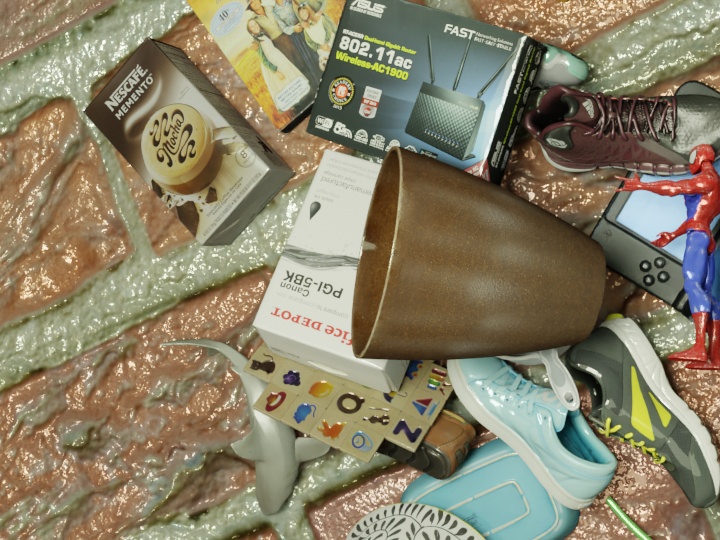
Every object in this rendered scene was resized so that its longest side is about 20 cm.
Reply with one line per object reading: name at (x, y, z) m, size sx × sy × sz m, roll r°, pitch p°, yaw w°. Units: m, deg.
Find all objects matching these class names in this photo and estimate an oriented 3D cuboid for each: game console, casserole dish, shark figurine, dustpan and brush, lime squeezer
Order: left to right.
shark figurine at (-0.118, 0.152, 1.264) m, size 0.128 × 0.089 × 0.216 m, roll -26°, pitch 88°, yaw 41°
casserole dish at (0.126, 0.244, 1.233) m, size 0.199 × 0.039 × 0.122 m, roll -28°, pitch 82°, yaw 16°
dustpan and brush at (0.172, 0.060, 1.156) m, size 0.139 × 0.057 × 0.201 m, roll -34°, pitch 51°, yaw 14°
lime squeezer at (0.328, 0.275, 1.170) m, size 0.198 × 0.038 × 0.071 m, roll 11°, pitch 94°, yaw 18°
game console at (0.323, -0.059, 1.127) m, size 0.170 × 0.118 × 0.201 m, roll 32°, pitch 99°, yaw 14°

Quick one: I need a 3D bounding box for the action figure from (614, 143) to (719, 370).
action figure at (0.279, -0.016, 1.093) m, size 0.098 × 0.065 × 0.202 m, roll 1°, pitch 76°, yaw 35°

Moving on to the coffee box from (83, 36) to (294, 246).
coffee box at (-0.183, -0.136, 1.301) m, size 0.113 × 0.080 × 0.200 m, roll -46°, pitch 78°, yaw 13°

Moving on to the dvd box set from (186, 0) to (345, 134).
dvd box set at (-0.085, -0.269, 1.296) m, size 0.146 × 0.029 × 0.201 m, roll -37°, pitch 81°, yaw 14°

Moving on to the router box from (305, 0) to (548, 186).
router box at (0.060, -0.173, 1.168) m, size 0.199 × 0.062 × 0.151 m, roll 21°, pitch 98°, yaw 25°

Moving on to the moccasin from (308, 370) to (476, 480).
moccasin at (0.022, 0.139, 1.242) m, size 0.200 × 0.078 × 0.074 m, roll 18°, pitch 134°, yaw 26°

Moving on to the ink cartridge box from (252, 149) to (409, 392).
ink cartridge box at (0.000, 0.000, 1.211) m, size 0.146 × 0.083 × 0.201 m, roll 17°, pitch 73°, yaw 16°

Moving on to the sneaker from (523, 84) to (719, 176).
sneaker at (0.242, -0.135, 1.127) m, size 0.199 × 0.115 × 0.076 m, roll -5°, pitch 74°, yaw 33°

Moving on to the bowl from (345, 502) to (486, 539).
bowl at (0.046, 0.342, 1.201) m, size 0.199 × 0.094 × 0.203 m, roll 8°, pitch 109°, yaw 25°

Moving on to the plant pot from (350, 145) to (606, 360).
plant pot at (0.108, 0.000, 1.078) m, size 0.198 × 0.187 × 0.189 m, roll 10°, pitch 94°, yaw -8°

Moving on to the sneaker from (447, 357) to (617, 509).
sneaker at (0.173, 0.134, 1.184) m, size 0.200 × 0.074 × 0.082 m, roll 45°, pitch 133°, yaw 10°

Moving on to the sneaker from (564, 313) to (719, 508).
sneaker at (0.265, 0.143, 1.161) m, size 0.084 × 0.075 × 0.201 m, roll -26°, pitch 72°, yaw -11°

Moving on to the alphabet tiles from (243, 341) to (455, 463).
alphabet tiles at (-0.009, 0.104, 1.227) m, size 0.199 × 0.006 × 0.167 m, roll 23°, pitch 55°, yaw 19°

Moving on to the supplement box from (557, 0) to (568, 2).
supplement box at (0.106, -0.354, 1.148) m, size 0.196 × 0.200 × 0.134 m, roll 14°, pitch 95°, yaw 16°

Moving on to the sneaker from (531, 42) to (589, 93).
sneaker at (0.124, -0.161, 1.215) m, size 0.198 × 0.078 × 0.141 m, roll 11°, pitch 95°, yaw 26°
